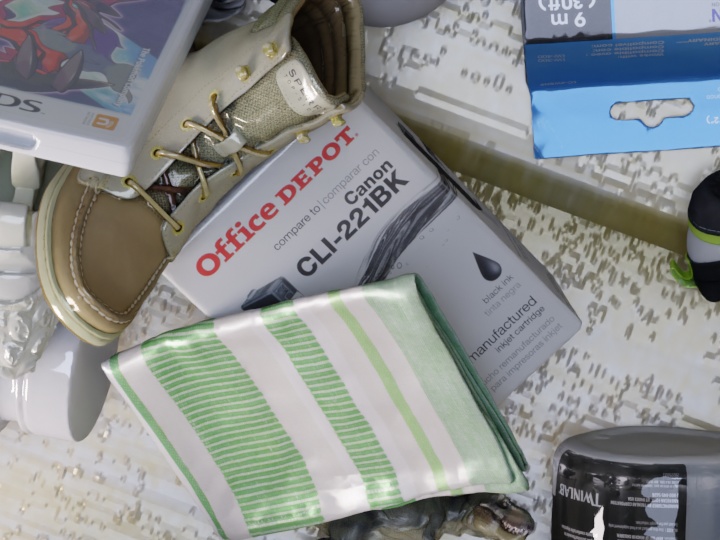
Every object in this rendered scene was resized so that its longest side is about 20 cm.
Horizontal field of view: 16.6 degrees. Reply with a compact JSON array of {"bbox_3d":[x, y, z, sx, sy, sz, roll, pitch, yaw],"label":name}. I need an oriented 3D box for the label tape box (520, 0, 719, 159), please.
[{"bbox_3d":[0.160,-0.165,1.371,0.143,0.066,0.201,-3,94,5],"label":"label tape box"}]

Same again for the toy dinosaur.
[{"bbox_3d":[-0.002,0.156,1.427,0.200,0.047,0.088,9,82,4],"label":"toy dinosaur"}]

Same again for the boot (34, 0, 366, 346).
[{"bbox_3d":[-0.078,-0.060,1.257,0.154,0.200,0.072,-24,122,35],"label":"boot"}]

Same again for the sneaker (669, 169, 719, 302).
[{"bbox_3d":[0.276,-0.010,1.389,0.200,0.072,0.083,5,120,5],"label":"sneaker"}]

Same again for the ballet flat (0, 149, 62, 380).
[{"bbox_3d":[-0.182,-0.045,1.310,0.072,0.072,0.200,8,76,3],"label":"ballet flat"}]

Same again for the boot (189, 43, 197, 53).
[{"bbox_3d":[-0.164,-0.057,1.408,0.200,0.070,0.147,-2,104,11],"label":"boot"}]

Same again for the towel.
[{"bbox_3d":[-0.025,0.079,1.327,0.200,0.023,0.153,-12,125,29],"label":"towel"}]

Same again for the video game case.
[{"bbox_3d":[-0.179,-0.128,1.266,0.182,0.200,0.023,13,127,4],"label":"video game case"}]

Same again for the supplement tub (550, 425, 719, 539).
[{"bbox_3d":[0.167,0.193,1.378,0.122,0.123,0.200,1,97,4],"label":"supplement tub"}]

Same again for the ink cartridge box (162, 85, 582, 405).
[{"bbox_3d":[0.000,0.000,1.361,0.144,0.084,0.200,-43,110,7],"label":"ink cartridge box"}]

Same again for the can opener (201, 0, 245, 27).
[{"bbox_3d":[-0.159,-0.166,1.391,0.200,0.053,0.067,3,118,12],"label":"can opener"}]

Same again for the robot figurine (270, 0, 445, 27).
[{"bbox_3d":[-0.021,-0.222,1.352,0.200,0.150,0.125,36,77,1],"label":"robot figurine"}]

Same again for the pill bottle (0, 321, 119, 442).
[{"bbox_3d":[-0.243,0.034,1.384,0.200,0.120,0.120,11,97,10],"label":"pill bottle"}]
